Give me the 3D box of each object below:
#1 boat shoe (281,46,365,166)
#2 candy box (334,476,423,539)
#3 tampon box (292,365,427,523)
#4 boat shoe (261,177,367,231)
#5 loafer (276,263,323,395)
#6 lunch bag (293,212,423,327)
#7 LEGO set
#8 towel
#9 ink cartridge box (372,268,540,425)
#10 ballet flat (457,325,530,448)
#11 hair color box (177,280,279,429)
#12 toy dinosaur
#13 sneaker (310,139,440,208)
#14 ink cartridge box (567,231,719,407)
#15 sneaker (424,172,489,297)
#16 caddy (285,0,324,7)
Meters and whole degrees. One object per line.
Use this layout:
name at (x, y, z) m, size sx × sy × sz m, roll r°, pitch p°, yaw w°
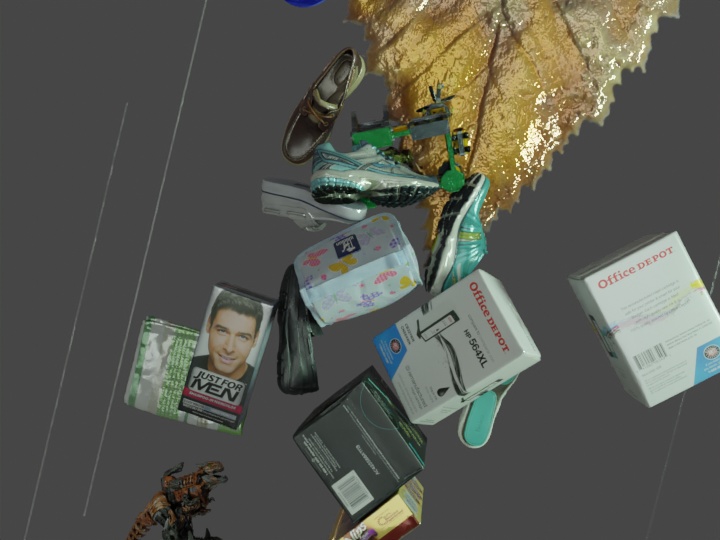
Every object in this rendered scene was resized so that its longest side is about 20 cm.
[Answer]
boat shoe at (-0.061, -0.255, 1.266) m, size 0.072 × 0.072 × 0.201 m, roll 36°, pitch 93°, yaw 4°
candy box at (0.031, 0.355, 1.201) m, size 0.116 × 0.200 × 0.057 m, roll -38°, pitch 87°, yaw 4°
tampon box at (0.005, 0.245, 1.202) m, size 0.126 × 0.200 × 0.151 m, roll -37°, pitch 86°, yaw 4°
boat shoe at (-0.072, -0.092, 1.249) m, size 0.199 × 0.073 × 0.066 m, roll 21°, pitch 110°, yaw 39°
loafer at (-0.093, 0.092, 1.281) m, size 0.069 × 0.068 × 0.204 m, roll 1°, pitch 86°, yaw -16°
lunch bag at (0.000, 0.000, 1.201) m, size 0.168 × 0.200 × 0.128 m, roll -24°, pitch 89°, yaw 5°
LEGO set at (0.066, -0.187, 1.257) m, size 0.198 × 0.116 × 0.155 m, roll -17°, pitch 119°, yaw 8°
towel at (-0.267, 0.169, 1.315) m, size 0.197 × 0.031 × 0.151 m, roll 15°, pitch 94°, yaw 2°
ink cartridge box at (0.139, 0.114, 1.206) m, size 0.199 × 0.084 × 0.147 m, roll -36°, pitch 64°, yaw 19°
ballet flat at (0.195, 0.170, 1.254) m, size 0.069 × 0.069 × 0.202 m, roll 23°, pitch 88°, yaw 4°
hair color box at (-0.201, 0.128, 1.259) m, size 0.098 × 0.061 × 0.202 m, roll 18°, pitch 97°, yaw 2°
toy dinosaur at (-0.288, 0.387, 1.299) m, size 0.200 × 0.102 × 0.136 m, roll -42°, pitch 71°, yaw 22°
sneaker at (0.024, -0.144, 1.169) m, size 0.198 × 0.078 × 0.087 m, roll 2°, pitch 73°, yaw -25°
ink cartridge box at (0.418, 0.065, 1.192) m, size 0.145 × 0.146 × 0.202 m, roll -27°, pitch 89°, yaw 5°
sneaker at (0.159, -0.050, 1.262) m, size 0.079 × 0.078 × 0.202 m, roll 16°, pitch 97°, yaw -15°
caddy at (-0.082, -0.508, 1.252) m, size 0.140 × 0.105 × 0.203 m, roll 10°, pitch 92°, yaw 27°
